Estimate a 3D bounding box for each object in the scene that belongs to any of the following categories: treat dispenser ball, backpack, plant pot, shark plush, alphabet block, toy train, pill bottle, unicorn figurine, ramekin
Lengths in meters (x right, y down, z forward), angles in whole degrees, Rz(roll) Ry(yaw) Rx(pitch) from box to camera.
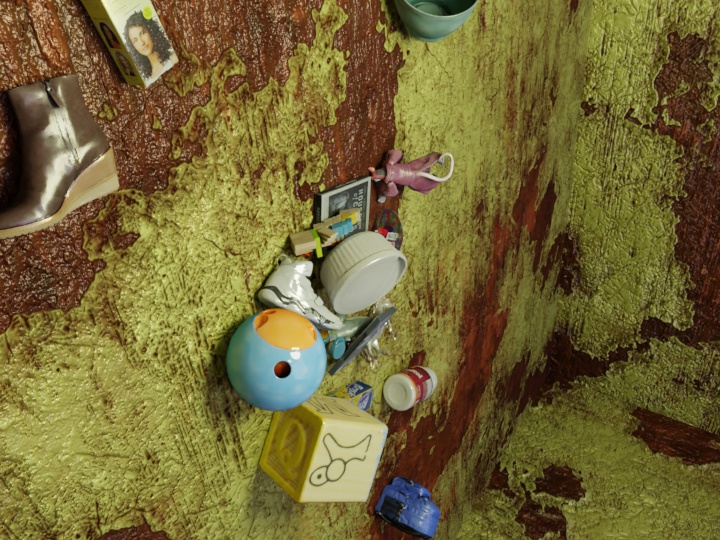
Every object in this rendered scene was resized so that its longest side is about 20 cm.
[{"bbox_3d":[-0.167,0.177,1.244,0.200,0.199,0.203,-34,133,-47],"label":"treat dispenser ball"},{"bbox_3d":[0.175,0.818,2.144,0.169,0.198,0.163,-64,148,-13],"label":"backpack"},{"bbox_3d":[0.165,-0.613,1.426,0.202,0.199,0.134,-60,174,-20],"label":"plant pot"},{"bbox_3d":[-0.052,0.159,1.541,0.199,0.083,0.092,-26,127,-51],"label":"shark plush"},{"bbox_3d":[-0.087,0.409,1.450,0.199,0.195,0.198,18,89,-39],"label":"alphabet block"},{"bbox_3d":[-0.093,0.104,1.413,0.084,0.115,0.202,-36,134,-46],"label":"toy train"},{"bbox_3d":[0.164,0.367,1.980,0.199,0.112,0.114,-6,111,-58],"label":"pill bottle"},{"bbox_3d":[0.052,0.157,1.697,0.201,0.137,0.074,-51,131,2],"label":"unicorn figurine"},{"bbox_3d":[0.000,0.000,1.404,0.201,0.095,0.203,-29,154,-15],"label":"ramekin"}]

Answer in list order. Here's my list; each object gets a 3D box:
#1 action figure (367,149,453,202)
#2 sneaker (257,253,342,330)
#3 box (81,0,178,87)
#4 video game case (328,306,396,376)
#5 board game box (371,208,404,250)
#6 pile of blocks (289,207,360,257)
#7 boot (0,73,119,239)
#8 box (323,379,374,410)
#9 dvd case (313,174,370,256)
[{"bbox_3d":[0.112,-0.232,1.551,0.198,0.149,0.136,-5,103,-24],"label":"action figure"},{"bbox_3d":[-0.112,0.048,1.330,0.199,0.075,0.116,27,73,-21],"label":"sneaker"},{"bbox_3d":[-0.328,-0.359,0.851,0.076,0.050,0.201,-54,145,-29],"label":"box"},{"bbox_3d":[0.007,0.179,1.593,0.200,0.019,0.143,-51,170,17],"label":"video game case"},{"bbox_3d":[0.037,-0.054,1.528,0.039,0.158,0.202,6,115,-28],"label":"board game box"},{"bbox_3d":[-0.065,-0.070,1.363,0.199,0.082,0.063,-30,126,-31],"label":"pile of blocks"},{"bbox_3d":[-0.423,-0.149,0.809,0.200,0.072,0.168,-41,125,-41],"label":"boot"},{"bbox_3d":[-0.042,0.359,1.681,0.199,0.064,0.071,-12,115,-57],"label":"box"},{"bbox_3d":[-0.041,-0.131,1.471,0.199,0.025,0.152,-29,130,-49],"label":"dvd case"}]
